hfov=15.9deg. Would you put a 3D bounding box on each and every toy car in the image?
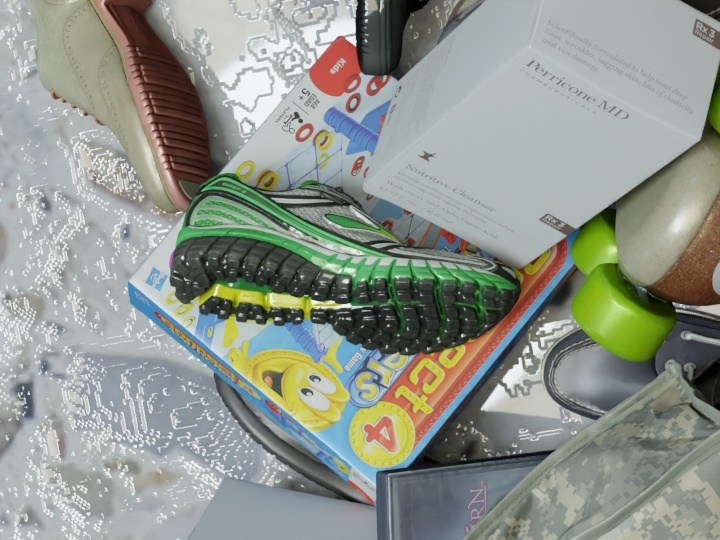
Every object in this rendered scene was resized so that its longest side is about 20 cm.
[{"bbox_3d":[0.241,-0.010,1.419,0.199,0.158,0.165,29,113,-8],"label":"toy car"}]

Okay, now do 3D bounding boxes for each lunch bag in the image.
[{"bbox_3d":[0.152,0.183,1.443,0.200,0.118,0.164,-36,112,0],"label":"lunch bag"}]

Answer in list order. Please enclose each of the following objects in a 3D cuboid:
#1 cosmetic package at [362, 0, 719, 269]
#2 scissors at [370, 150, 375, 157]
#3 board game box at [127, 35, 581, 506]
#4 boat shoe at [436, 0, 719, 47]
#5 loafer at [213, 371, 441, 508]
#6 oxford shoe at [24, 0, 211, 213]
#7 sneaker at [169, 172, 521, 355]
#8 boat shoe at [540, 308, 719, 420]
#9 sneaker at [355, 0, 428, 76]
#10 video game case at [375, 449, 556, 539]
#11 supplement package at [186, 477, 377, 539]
[{"bbox_3d":[0.097,-0.088,1.395,0.112,0.200,0.082,26,62,-14],"label":"cosmetic package"},{"bbox_3d":[0.097,-0.116,1.508,0.199,0.014,0.074,-10,90,-5],"label":"scissors"},{"bbox_3d":[0.000,0.000,1.512,0.195,0.056,0.200,38,78,7],"label":"board game box"},{"bbox_3d":[0.130,-0.143,1.431,0.199,0.065,0.072,-6,125,36],"label":"boat shoe"},{"bbox_3d":[0.003,0.102,1.554,0.199,0.073,0.072,34,93,1],"label":"loafer"},{"bbox_3d":[-0.150,-0.113,1.561,0.074,0.071,0.201,-31,68,19],"label":"oxford shoe"},{"bbox_3d":[-0.004,-0.012,1.447,0.199,0.078,0.086,13,55,-9],"label":"sneaker"},{"bbox_3d":[0.201,0.062,1.505,0.199,0.063,0.073,3,95,12],"label":"boat shoe"},{"bbox_3d":[0.054,-0.210,1.503,0.103,0.060,0.201,5,84,-5],"label":"sneaker"},{"bbox_3d":[0.099,0.178,1.494,0.199,0.019,0.144,-4,95,-31],"label":"video game case"},{"bbox_3d":[-0.047,0.244,1.516,0.116,0.117,0.201,10,118,12],"label":"supplement package"}]
